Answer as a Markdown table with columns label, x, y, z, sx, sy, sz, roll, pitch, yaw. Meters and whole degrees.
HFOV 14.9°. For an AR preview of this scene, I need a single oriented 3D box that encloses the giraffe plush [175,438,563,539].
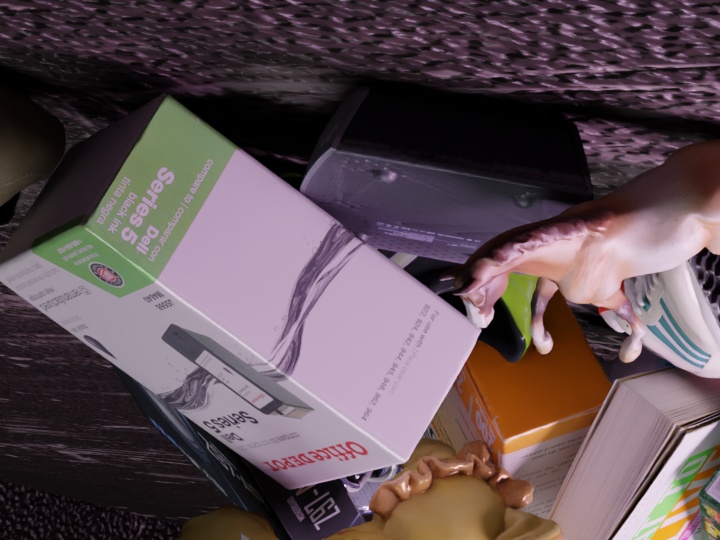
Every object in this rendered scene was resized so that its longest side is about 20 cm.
| label | x | y | z | sx | sy | sz | roll | pitch | yaw |
| --- | --- | --- | --- | --- | --- | --- | --- | --- | --- |
| giraffe plush | 0.012 | 0.160 | 1.441 | 0.162 | 0.173 | 0.200 | -29 | 153 | -22 |

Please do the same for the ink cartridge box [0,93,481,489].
| label | x | y | z | sx | sy | sz | roll | pitch | yaw |
| --- | --- | --- | --- | --- | --- | --- | --- | --- | --- |
| ink cartridge box | -0.063 | 0.016 | 1.361 | 0.200 | 0.084 | 0.145 | 37 | 158 | -15 |

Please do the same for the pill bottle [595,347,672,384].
| label | x | y | z | sx | sy | sz | roll | pitch | yaw |
| --- | --- | --- | --- | --- | --- | --- | --- | --- | --- |
| pill bottle | 0.223 | 0.097 | 1.721 | 0.199 | 0.111 | 0.111 | 7 | 170 | 14 |

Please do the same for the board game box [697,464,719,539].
| label | x | y | z | sx | sy | sz | roll | pitch | yaw |
| --- | --- | --- | --- | --- | --- | --- | --- | --- | --- |
| board game box | 0.225 | 0.109 | 1.519 | 0.023 | 0.105 | 0.200 | 39 | 173 | 16 |

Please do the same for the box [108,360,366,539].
| label | x | y | z | sx | sy | sz | roll | pitch | yaw |
| --- | --- | --- | --- | --- | --- | --- | --- | --- | --- |
| box | -0.083 | 0.077 | 1.566 | 0.200 | 0.043 | 0.160 | 40 | 165 | 40 |

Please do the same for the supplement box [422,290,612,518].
| label | x | y | z | sx | sy | sz | roll | pitch | yaw |
| --- | --- | --- | --- | --- | --- | --- | --- | --- | --- |
| supplement box | 0.086 | 0.097 | 1.557 | 0.073 | 0.126 | 0.200 | -18 | 143 | -12 |

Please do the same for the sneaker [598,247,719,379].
| label | x | y | z | sx | sy | sz | roll | pitch | yaw |
| --- | --- | --- | --- | --- | --- | --- | --- | --- | --- |
| sneaker | 0.158 | 0.012 | 1.396 | 0.093 | 0.071 | 0.200 | 4 | 164 | 21 |

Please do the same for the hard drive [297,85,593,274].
| label | x | y | z | sx | sy | sz | roll | pitch | yaw |
| --- | --- | --- | --- | --- | --- | --- | --- | --- | --- |
| hard drive | 0.039 | -0.041 | 1.322 | 0.134 | 0.043 | 0.200 | 10 | 169 | -3 |

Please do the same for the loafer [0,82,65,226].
| label | x | y | z | sx | sy | sz | roll | pitch | yaw |
| --- | --- | --- | --- | --- | --- | --- | --- | --- | --- |
| loafer | -0.208 | -0.050 | 1.419 | 0.067 | 0.076 | 0.200 | 20 | 167 | -20 |

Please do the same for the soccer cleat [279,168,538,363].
| label | x | y | z | sx | sy | sz | roll | pitch | yaw |
| --- | --- | --- | --- | --- | --- | --- | --- | --- | --- |
| soccer cleat | 0.000 | 0.000 | 1.449 | 0.199 | 0.081 | 0.068 | 10 | 138 | -9 |

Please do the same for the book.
| label | x | y | z | sx | sy | sz | roll | pitch | yaw |
| --- | --- | --- | --- | --- | --- | --- | --- | --- | --- |
| book | 0.171 | 0.112 | 1.518 | 0.048 | 0.134 | 0.200 | 38 | -156 | 22 |

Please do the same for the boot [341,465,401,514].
| label | x | y | z | sx | sy | sz | roll | pitch | yaw |
| --- | --- | --- | --- | --- | --- | --- | --- | --- | --- |
| boot | -0.010 | 0.106 | 1.621 | 0.090 | 0.073 | 0.200 | 56 | 178 | 40 |

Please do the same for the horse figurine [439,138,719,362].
| label | x | y | z | sx | sy | sz | roll | pitch | yaw |
| --- | --- | --- | --- | --- | --- | --- | --- | --- | --- |
| horse figurine | 0.139 | -0.012 | 1.237 | 0.199 | 0.050 | 0.133 | -20 | 148 | 5 |
